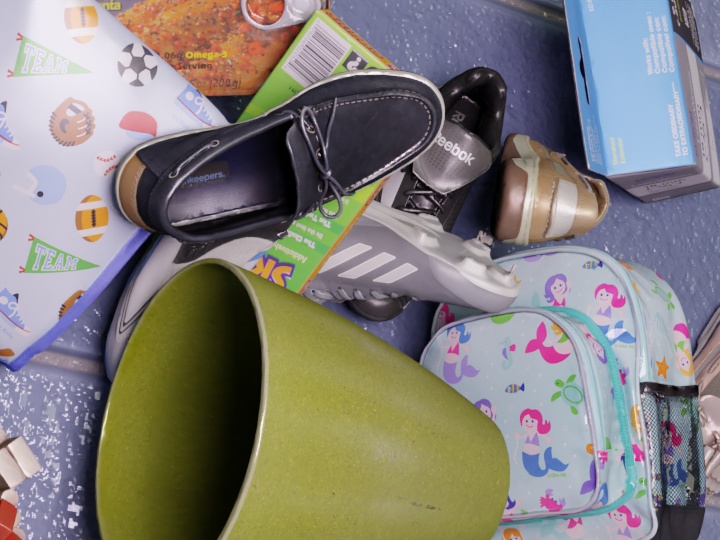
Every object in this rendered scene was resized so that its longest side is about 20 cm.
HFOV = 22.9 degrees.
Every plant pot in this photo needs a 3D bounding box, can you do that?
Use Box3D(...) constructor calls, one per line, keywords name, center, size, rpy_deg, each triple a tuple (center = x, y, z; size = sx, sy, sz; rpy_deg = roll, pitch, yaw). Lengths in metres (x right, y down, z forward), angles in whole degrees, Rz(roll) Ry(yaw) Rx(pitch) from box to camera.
Box3D(name="plant pot", center=(-0.020, 0.108, 1.009), size=(0.199, 0.187, 0.188), rpy_deg=(16, 72, -31))

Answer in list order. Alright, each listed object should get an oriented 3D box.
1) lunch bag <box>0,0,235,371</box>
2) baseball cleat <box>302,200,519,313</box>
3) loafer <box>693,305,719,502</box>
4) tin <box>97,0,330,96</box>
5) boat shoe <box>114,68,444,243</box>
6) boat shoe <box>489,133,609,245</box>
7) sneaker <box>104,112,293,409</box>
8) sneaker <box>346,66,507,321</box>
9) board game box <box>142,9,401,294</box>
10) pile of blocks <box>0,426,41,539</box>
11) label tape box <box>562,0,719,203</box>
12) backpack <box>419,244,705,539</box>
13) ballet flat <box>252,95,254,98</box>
Box3D(name="lunch bag", center=(-0.202, -0.065, 1.028), size=(0.170, 0.124, 0.200), rpy_deg=(40, 88, -19))
Box3D(name="baseball cleat", center=(0.000, 0.000, 1.132), size=(0.199, 0.070, 0.107), rpy_deg=(27, 106, 15))
Box3D(name="loafer", center=(0.266, 0.096, 1.304), size=(0.072, 0.063, 0.200), rpy_deg=(40, 63, -18))
Box3D(name="tin", center=(-0.118, -0.165, 1.094), size=(0.199, 0.042, 0.113), rpy_deg=(-1, 110, -3))
Box3D(name="boat shoe", center=(-0.037, -0.061, 0.994), size=(0.199, 0.062, 0.075), rpy_deg=(-17, 118, -21))
Box3D(name="boat shoe", center=(0.127, -0.046, 1.181), size=(0.076, 0.200, 0.072), rpy_deg=(7, 103, 3))
Box3D(name="sneaker", center=(-0.097, -0.012, 1.069), size=(0.072, 0.072, 0.200), rpy_deg=(25, 100, -36))
Box3D(name="sneaker", center=(0.045, -0.060, 1.185), size=(0.066, 0.091, 0.201), rpy_deg=(30, 65, -5))
Box3D(name="board game box", center=(-0.046, -0.052, 1.089), size=(0.095, 0.200, 0.030), rpy_deg=(41, 16, 8))
Box3D(name="pile of blocks", center=(-0.223, 0.176, 1.006), size=(0.082, 0.062, 0.201), rpy_deg=(4, 78, -30))
Box3D(name="label tape box", center=(0.200, -0.132, 1.247), size=(0.200, 0.063, 0.145), rpy_deg=(11, 70, -70))
Box3D(name="backpack", center=(0.126, 0.084, 1.155), size=(0.150, 0.177, 0.201), rpy_deg=(19, 68, -49))
Box3D(name="ballet flat", center=(-0.068, -0.141, 1.156), size=(0.199, 0.073, 0.073), rpy_deg=(26, 68, -26))
